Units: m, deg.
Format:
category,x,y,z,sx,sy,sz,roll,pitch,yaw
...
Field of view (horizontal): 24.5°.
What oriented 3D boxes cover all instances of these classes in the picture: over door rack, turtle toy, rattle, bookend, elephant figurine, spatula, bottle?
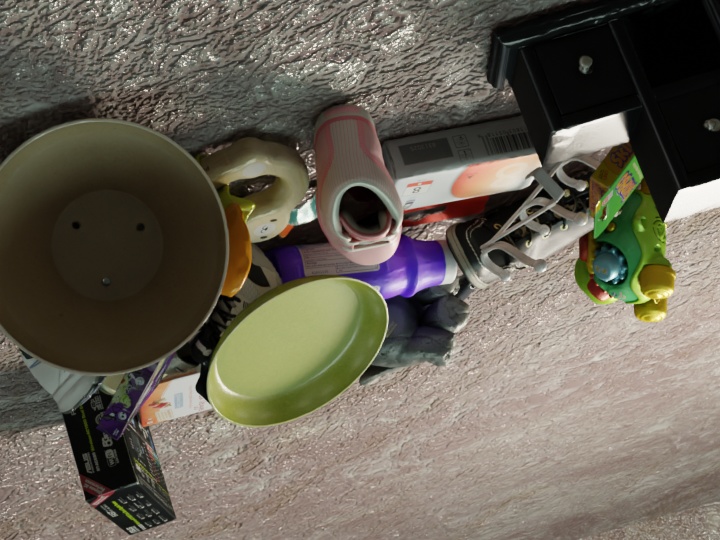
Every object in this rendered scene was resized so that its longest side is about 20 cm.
category,x,y,z,sx,sy,sz,roll,pitch,yaw
over door rack,0.196,-0.077,1.573,0.148,0.067,0.200,-49,174,-24
turtle toy,0.293,-0.018,1.852,0.101,0.146,0.200,3,158,4
rattle,-0.076,-0.028,1.492,0.130,0.143,0.200,-40,151,1
bookend,0.234,-0.128,1.414,0.199,0.199,0.092,-16,161,-5
elephant figurine,0.034,0.063,1.840,0.155,0.142,0.200,18,166,-12
spatula,0.083,0.058,1.996,0.056,0.021,0.200,2,150,-40
bottle,0.000,0.000,1.696,0.199,0.065,0.084,-6,173,-21

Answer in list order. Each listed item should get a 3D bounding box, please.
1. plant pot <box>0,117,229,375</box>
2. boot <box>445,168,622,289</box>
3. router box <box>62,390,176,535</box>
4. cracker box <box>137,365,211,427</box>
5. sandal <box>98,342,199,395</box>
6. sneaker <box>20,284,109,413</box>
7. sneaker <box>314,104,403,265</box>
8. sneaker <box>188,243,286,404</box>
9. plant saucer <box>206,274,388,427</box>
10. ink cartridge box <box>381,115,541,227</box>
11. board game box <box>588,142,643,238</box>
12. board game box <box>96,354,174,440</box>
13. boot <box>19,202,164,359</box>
category,x,y,z,sx,sy,sz,roll,pitch,yaw
plant pot,-0.209,-0.021,1.356,0.200,0.201,0.134,-17,-176,-5
boot,0.180,-0.049,1.719,0.154,0.074,0.203,-29,174,20
router box,-0.274,0.201,1.862,0.062,0.150,0.200,-19,159,-1
cracker box,-0.158,0.106,1.858,0.199,0.058,0.134,-15,159,-12
sandal,-0.185,0.071,1.709,0.201,0.080,0.057,-18,-171,-28
sneaker,-0.253,0.049,1.604,0.200,0.087,0.075,-47,-175,16
sneaker,0.000,-0.045,1.482,0.075,0.105,0.200,-13,142,-1
sneaker,-0.127,0.058,1.647,0.088,0.076,0.200,-30,139,-31
plant saucer,-0.066,0.074,1.641,0.200,0.031,0.200,-21,140,-18
ink cartridge box,0.080,-0.073,1.630,0.162,0.050,0.200,-12,155,-18
board game box,0.269,-0.125,1.547,0.200,0.030,0.096,-54,163,-12
board game box,-0.181,0.056,1.571,0.200,0.032,0.120,-59,-175,29
boot,-0.241,0.006,1.508,0.168,0.077,0.200,-12,152,-8
